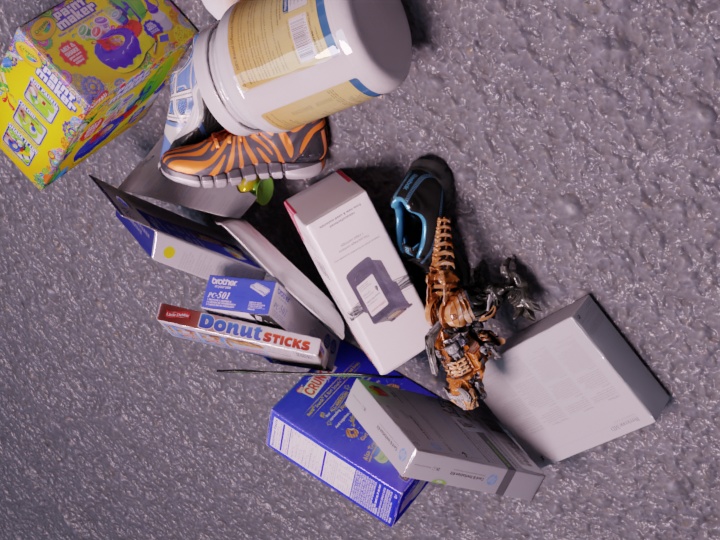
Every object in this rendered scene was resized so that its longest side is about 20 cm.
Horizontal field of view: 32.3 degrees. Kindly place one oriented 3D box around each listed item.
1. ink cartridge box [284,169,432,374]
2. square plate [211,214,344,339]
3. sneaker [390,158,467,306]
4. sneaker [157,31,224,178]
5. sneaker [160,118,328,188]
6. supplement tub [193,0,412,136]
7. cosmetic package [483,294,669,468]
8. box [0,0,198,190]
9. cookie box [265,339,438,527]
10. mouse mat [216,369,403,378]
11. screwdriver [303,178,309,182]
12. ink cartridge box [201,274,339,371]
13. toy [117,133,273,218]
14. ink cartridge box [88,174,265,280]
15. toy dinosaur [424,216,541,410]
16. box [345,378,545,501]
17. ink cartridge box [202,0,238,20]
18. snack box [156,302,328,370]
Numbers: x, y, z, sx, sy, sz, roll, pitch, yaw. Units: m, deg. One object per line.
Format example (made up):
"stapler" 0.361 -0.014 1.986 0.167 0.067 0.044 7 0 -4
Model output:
"ink cartridge box" 0.000 0.000 1.443 0.202 0.083 0.145 63 175 -19
"square plate" -0.099 -0.002 1.527 0.198 0.028 0.200 44 177 -11
"sneaker" 0.069 -0.024 1.417 0.072 0.082 0.203 9 128 32
"sneaker" -0.193 -0.193 1.473 0.077 0.075 0.201 53 128 25
"sneaker" -0.135 -0.164 1.432 0.078 0.196 0.114 -119 26 -54
"supplement tub" -0.061 -0.229 1.290 0.197 0.145 0.146 -16 112 29
"cosmetic package" 0.233 0.133 1.428 0.152 0.052 0.199 52 138 -4
"box" -0.331 -0.234 1.494 0.122 0.200 0.193 46 139 -1
"cookie box" 0.007 0.202 1.579 0.198 0.171 0.076 30 133 18
"mouse mat" -0.058 0.124 1.495 0.196 0.161 0.008 1 85 16
"screwdriver" -0.123 -0.187 1.493 0.029 0.028 0.200 -42 93 20
"ink cartridge box" -0.106 0.066 1.510 0.092 0.045 0.200 6 160 24
"toy" -0.192 -0.110 1.547 0.197 0.116 0.048 12 142 33
"ink cartridge box" -0.237 -0.042 1.541 0.198 0.048 0.197 21 -171 -28
"toy dinosaur" 0.119 0.046 1.374 0.101 0.134 0.203 26 126 42
"box" 0.099 0.198 1.452 0.042 0.198 0.156 -63 35 13
"ink cartridge box" -0.149 -0.365 1.357 0.199 0.050 0.162 41 138 1
"snack box" -0.137 0.078 1.455 0.196 0.025 0.072 12 165 10
